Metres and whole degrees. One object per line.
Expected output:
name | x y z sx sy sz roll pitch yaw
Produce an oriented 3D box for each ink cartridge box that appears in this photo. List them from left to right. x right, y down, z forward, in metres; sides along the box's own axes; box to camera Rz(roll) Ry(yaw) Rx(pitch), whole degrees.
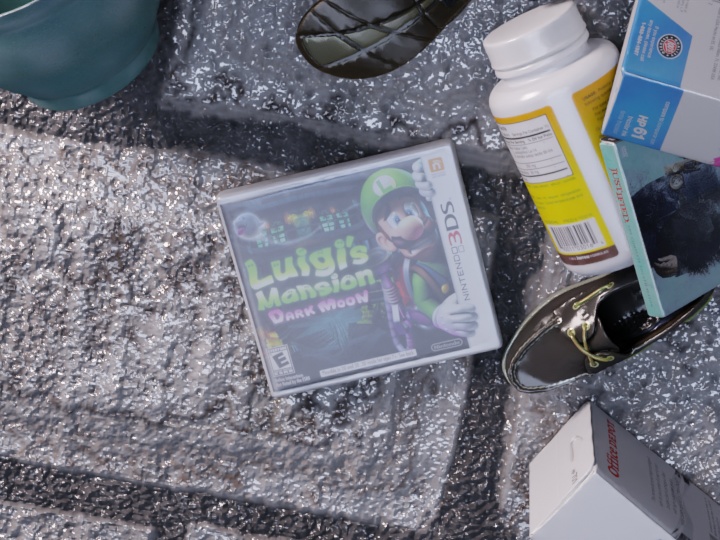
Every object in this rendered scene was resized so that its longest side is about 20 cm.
ink cartridge box | 0.237 0.219 1.696 0.200 0.146 0.086 38 108 -8
ink cartridge box | 0.294 -0.148 1.533 0.200 0.145 0.085 16 146 4

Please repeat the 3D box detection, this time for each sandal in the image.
sandal | 0.039 -0.222 1.619 0.200 0.055 0.082 -40 108 0

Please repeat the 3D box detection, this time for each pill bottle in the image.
pill bottle | 0.171 -0.105 1.614 0.109 0.109 0.200 -23 106 11

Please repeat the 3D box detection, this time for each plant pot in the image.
plant pot | -0.233 -0.208 1.579 0.200 0.200 0.134 -19 133 9

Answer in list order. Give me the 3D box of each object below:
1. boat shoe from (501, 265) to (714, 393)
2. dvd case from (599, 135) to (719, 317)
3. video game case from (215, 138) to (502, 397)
boat shoe | 0.200 0.041 1.685 0.201 0.061 0.072 -34 103 13
dvd case | 0.280 -0.070 1.604 0.200 0.022 0.146 -27 108 -30
video game case | 0.000 0.000 1.705 0.200 0.023 0.182 -13 106 8
